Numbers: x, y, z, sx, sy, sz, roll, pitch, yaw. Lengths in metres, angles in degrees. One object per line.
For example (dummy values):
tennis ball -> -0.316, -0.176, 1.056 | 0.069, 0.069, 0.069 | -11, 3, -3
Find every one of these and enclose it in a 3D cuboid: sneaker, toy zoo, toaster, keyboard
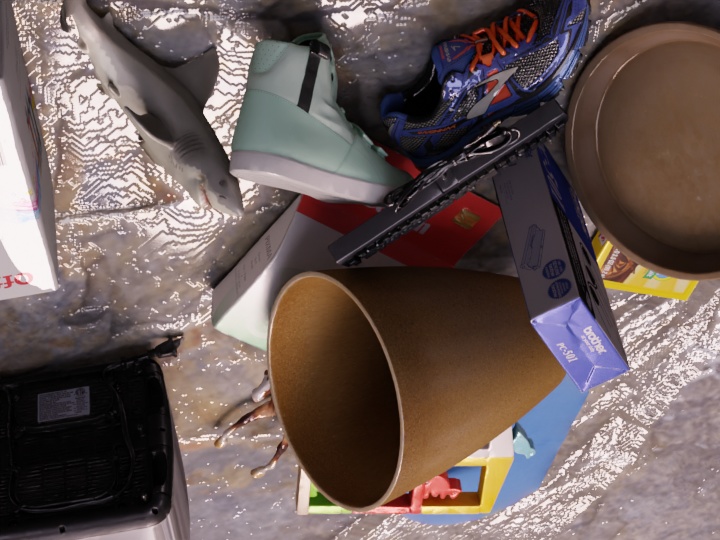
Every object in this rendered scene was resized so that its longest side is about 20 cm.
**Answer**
sneaker -> -0.013, -0.111, 1.531 | 0.074, 0.119, 0.200 | 5, 174, 36
sneaker -> 0.092, -0.147, 1.527 | 0.078, 0.075, 0.200 | 31, 119, -29
toy zoo -> 0.049, 0.151, 1.745 | 0.199, 0.020, 0.131 | 1, 127, -8
toaster -> -0.226, 0.171, 1.688 | 0.199, 0.181, 0.119 | -10, 136, 0
keyboard -> 0.065, -0.063, 1.512 | 0.200, 0.021, 0.127 | -34, 168, 5

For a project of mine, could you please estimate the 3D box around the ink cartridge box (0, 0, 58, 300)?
ink cartridge box -> -0.301, -0.089, 1.455 | 0.145, 0.145, 0.200 | -9, 133, -3

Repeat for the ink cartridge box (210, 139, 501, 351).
ink cartridge box -> 0.000, 0.000, 1.662 | 0.161, 0.050, 0.200 | 26, 125, -30

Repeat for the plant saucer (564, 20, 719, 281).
plant saucer -> 0.247, -0.091, 1.560 | 0.029, 0.200, 0.200 | -28, 156, -52

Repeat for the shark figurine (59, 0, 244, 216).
shark figurine -> -0.146, -0.146, 1.498 | 0.089, 0.128, 0.215 | -39, 113, -8

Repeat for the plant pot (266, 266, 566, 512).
plant pot -> 0.060, 0.073, 1.617 | 0.200, 0.186, 0.187 | -13, 138, -31

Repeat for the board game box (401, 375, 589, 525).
board game box -> 0.106, 0.138, 1.811 | 0.158, 0.039, 0.200 | 0, 130, -30

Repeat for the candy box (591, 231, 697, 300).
candy box -> 0.261, -0.060, 1.669 | 0.102, 0.026, 0.200 | 8, 131, -22

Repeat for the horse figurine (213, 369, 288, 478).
horse figurine -> -0.027, 0.139, 1.781 | 0.200, 0.050, 0.133 | 22, 126, -28

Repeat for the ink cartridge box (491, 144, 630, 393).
ink cartridge box -> 0.147, -0.013, 1.571 | 0.044, 0.200, 0.094 | -26, 132, 14
